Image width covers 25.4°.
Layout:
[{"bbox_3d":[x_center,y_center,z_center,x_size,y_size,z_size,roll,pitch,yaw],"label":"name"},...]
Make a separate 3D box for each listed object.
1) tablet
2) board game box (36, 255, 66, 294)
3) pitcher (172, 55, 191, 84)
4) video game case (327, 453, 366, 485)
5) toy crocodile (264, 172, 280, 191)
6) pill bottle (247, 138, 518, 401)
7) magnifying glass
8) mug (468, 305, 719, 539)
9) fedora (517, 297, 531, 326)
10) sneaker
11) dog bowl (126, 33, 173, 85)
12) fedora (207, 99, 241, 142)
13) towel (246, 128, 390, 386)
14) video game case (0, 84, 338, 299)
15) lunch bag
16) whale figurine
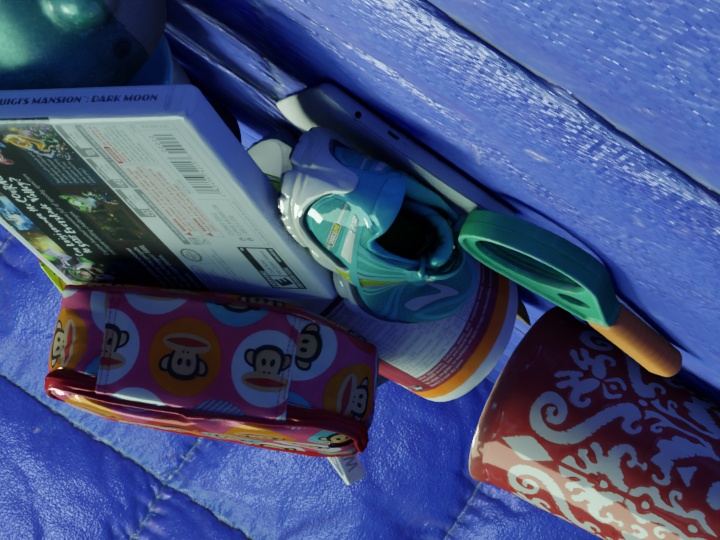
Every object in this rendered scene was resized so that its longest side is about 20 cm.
[{"bbox_3d":[0.014,-0.065,0.936,0.130,0.014,0.200,35,177,-10],"label":"tablet"},{"bbox_3d":[-0.225,-0.038,1.243,0.102,0.047,0.200,60,178,-42],"label":"board game box"},{"bbox_3d":[-0.226,-0.128,1.167,0.199,0.122,0.172,36,137,-2],"label":"pitcher"},{"bbox_3d":[-0.057,0.047,1.167,0.201,0.018,0.143,66,172,-16],"label":"video game case"},{"bbox_3d":[-0.136,-0.062,0.930,0.198,0.068,0.062,22,-146,-8],"label":"toy crocodile"},{"bbox_3d":[0.000,0.000,1.057,0.199,0.110,0.109,29,179,-28],"label":"pill bottle"},{"bbox_3d":[0.125,0.016,0.891,0.079,0.023,0.199,16,169,44],"label":"magnifying glass"},{"bbox_3d":[0.202,0.115,1.091,0.199,0.178,0.134,28,139,22],"label":"mug"},{"bbox_3d":[0.037,0.012,1.239,0.200,0.082,0.201,34,177,2],"label":"fedora"},{"bbox_3d":[0.024,-0.011,0.894,0.079,0.078,0.200,18,172,29],"label":"sneaker"},{"bbox_3d":[-0.197,-0.153,0.967,0.199,0.112,0.049,34,133,-26],"label":"dog bowl"},{"bbox_3d":[-0.152,-0.090,1.302,0.089,0.178,0.200,-2,-150,-25],"label":"fedora"},{"bbox_3d":[-0.038,0.000,1.178,0.201,0.048,0.112,66,162,5],"label":"towel"},{"bbox_3d":[-0.128,-0.039,0.880,0.180,0.024,0.200,1,153,24],"label":"video game case"},{"bbox_3d":[-0.087,0.064,0.996,0.198,0.083,0.176,9,171,4],"label":"lunch bag"},{"bbox_3d":[-0.190,-0.154,0.823,0.159,0.104,0.200,32,176,33],"label":"whale figurine"}]
